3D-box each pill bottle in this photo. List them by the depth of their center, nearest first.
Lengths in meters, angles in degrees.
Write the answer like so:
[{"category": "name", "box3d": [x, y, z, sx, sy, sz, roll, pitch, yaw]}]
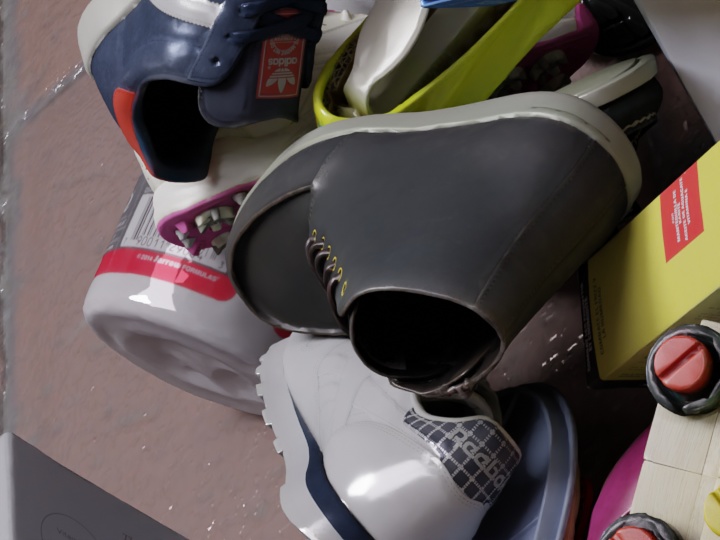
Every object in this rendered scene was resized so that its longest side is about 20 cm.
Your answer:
[{"category": "pill bottle", "box3d": [-0.034, -0.047, 1.292, 0.110, 0.111, 0.201, 0, 62, 53]}]

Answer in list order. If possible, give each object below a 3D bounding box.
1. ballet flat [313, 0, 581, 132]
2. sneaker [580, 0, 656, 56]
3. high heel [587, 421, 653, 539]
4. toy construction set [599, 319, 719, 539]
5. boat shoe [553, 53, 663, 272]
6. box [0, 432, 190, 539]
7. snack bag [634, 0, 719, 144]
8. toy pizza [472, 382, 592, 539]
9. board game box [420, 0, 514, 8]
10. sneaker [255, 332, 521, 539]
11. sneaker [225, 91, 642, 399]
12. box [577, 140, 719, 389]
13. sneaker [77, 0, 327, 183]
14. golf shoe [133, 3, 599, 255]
[{"category": "ballet flat", "box3d": [0.051, -0.119, 1.126, 0.067, 0.067, 0.200, 39, 90, 33]}, {"category": "sneaker", "box3d": [0.136, -0.159, 1.219, 0.200, 0.076, 0.092, -28, 21, 41]}, {"category": "high heel", "box3d": [0.095, 0.127, 0.981, 0.096, 0.067, 0.201, -70, 3, -85]}, {"category": "toy construction set", "box3d": [0.149, 0.082, 0.931, 0.131, 0.092, 0.201, 13, 69, 27]}, {"category": "boat shoe", "box3d": [0.074, -0.030, 1.130, 0.074, 0.066, 0.199, -24, -2, -23]}, {"category": "box", "box3d": [-0.110, 0.192, 1.141, 0.106, 0.152, 0.201, -41, 34, 24]}, {"category": "snack bag", "box3d": [0.172, -0.087, 0.992, 0.199, 0.189, 0.021, -15, 22, 47]}, {"category": "toy pizza", "box3d": [0.030, 0.135, 1.088, 0.201, 0.032, 0.200, -55, 16, 25]}, {"category": "board game box", "box3d": [0.084, -0.174, 0.983, 0.200, 0.036, 0.152, -4, 89, 57]}, {"category": "sneaker", "box3d": [0.014, 0.057, 1.110, 0.081, 0.076, 0.200, -45, 21, 8]}, {"category": "sneaker", "box3d": [0.000, 0.000, 1.063, 0.200, 0.075, 0.106, -19, 25, 48]}, {"category": "box", "box3d": [0.142, -0.012, 0.982, 0.200, 0.075, 0.050, 132, 136, -64]}, {"category": "sneaker", "box3d": [-0.034, -0.105, 1.109, 0.200, 0.075, 0.085, -48, 55, 46]}, {"category": "golf shoe", "box3d": [-0.002, -0.082, 1.208, 0.199, 0.075, 0.092, -22, 71, -8]}]
